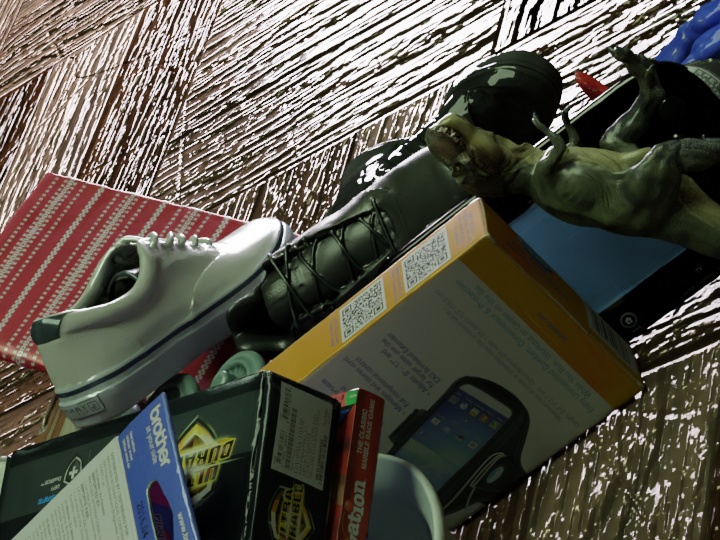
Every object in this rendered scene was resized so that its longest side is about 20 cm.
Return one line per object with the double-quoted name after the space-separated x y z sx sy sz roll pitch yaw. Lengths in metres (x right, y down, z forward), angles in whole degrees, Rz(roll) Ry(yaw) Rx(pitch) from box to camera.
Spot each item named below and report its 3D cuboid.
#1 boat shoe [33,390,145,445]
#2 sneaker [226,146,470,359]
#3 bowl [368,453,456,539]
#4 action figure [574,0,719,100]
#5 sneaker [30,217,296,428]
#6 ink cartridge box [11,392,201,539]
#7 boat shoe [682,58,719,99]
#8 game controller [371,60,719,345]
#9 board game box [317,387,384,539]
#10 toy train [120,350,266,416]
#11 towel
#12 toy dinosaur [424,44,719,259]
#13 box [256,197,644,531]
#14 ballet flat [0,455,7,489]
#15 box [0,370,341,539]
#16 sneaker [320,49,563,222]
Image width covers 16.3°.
-0.157 0.088 1.494 0.072 0.076 0.200 -23 34 44 "boat shoe"
0.000 0.000 1.290 0.200 0.090 0.076 -47 59 48 "sneaker"
-0.012 0.187 1.119 0.201 0.090 0.201 -36 28 23 "bowl"
0.181 -0.146 1.284 0.200 0.099 0.065 -31 32 26 "action figure"
-0.103 0.009 1.379 0.073 0.071 0.200 -14 18 38 "sneaker"
-0.119 0.157 1.053 0.200 0.042 0.120 -46 42 29 "ink cartridge box"
0.120 -0.047 1.275 0.200 0.070 0.066 -41 -5 38 "boat shoe"
0.103 -0.010 1.203 0.200 0.104 0.042 -38 2 19 "game controller"
-0.067 0.122 1.139 0.200 0.019 0.103 -19 56 45 "board game box"
-0.087 0.118 1.343 0.200 0.085 0.114 -22 46 42 "toy train"
-0.133 0.015 1.476 0.199 0.023 0.145 15 50 22 "towel"
0.133 -0.049 1.136 0.047 0.199 0.088 3 -72 -77 "toy dinosaur"
0.021 0.068 1.200 0.200 0.119 0.042 -37 27 19 "box"
-0.211 0.140 1.422 0.200 0.067 0.064 -25 45 64 "ballet flat"
-0.096 0.142 1.106 0.200 0.046 0.160 -18 56 45 "box"
0.032 -0.036 1.399 0.200 0.060 0.104 -33 28 38 "sneaker"
